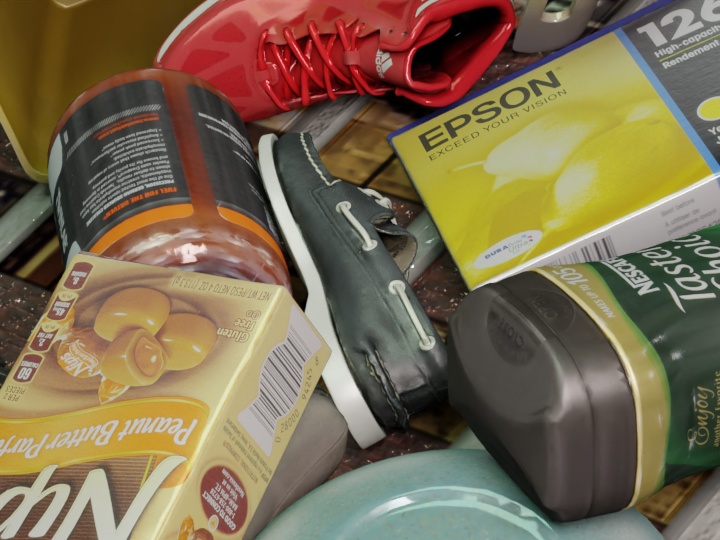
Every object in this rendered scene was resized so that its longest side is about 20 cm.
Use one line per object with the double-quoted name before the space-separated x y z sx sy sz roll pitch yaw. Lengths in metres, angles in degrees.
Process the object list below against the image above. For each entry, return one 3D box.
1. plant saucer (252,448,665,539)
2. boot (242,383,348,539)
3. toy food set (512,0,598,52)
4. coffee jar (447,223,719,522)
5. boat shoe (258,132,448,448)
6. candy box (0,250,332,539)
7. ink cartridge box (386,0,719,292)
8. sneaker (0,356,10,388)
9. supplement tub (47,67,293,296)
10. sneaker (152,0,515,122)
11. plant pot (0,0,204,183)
"plant saucer" 0.034 0.138 1.027 0.201 0.039 0.201 -4 48 4
"boot" -0.050 0.147 1.102 0.200 0.068 0.131 -44 47 -15
"toy food set" 0.115 -0.221 1.329 0.060 0.144 0.200 16 74 0
"coffee jar" 0.138 0.031 1.054 0.200 0.085 0.104 -16 33 -21
"boat shoe" 0.000 0.000 1.238 0.060 0.076 0.200 -24 48 4
"candy box" -0.107 0.093 1.088 0.115 0.055 0.200 8 59 34
"ink cartridge box" 0.119 -0.072 1.276 0.197 0.047 0.200 -27 39 0
"sneaker" -0.239 0.096 1.210 0.078 0.085 0.200 36 31 21
"supplement tub" -0.091 -0.006 1.265 0.107 0.107 0.200 -23 36 4
"sneaker" -0.014 -0.117 1.363 0.200 0.078 0.116 -24 21 4
"plant pot" -0.135 -0.200 1.473 0.200 0.200 0.176 -24 24 3
